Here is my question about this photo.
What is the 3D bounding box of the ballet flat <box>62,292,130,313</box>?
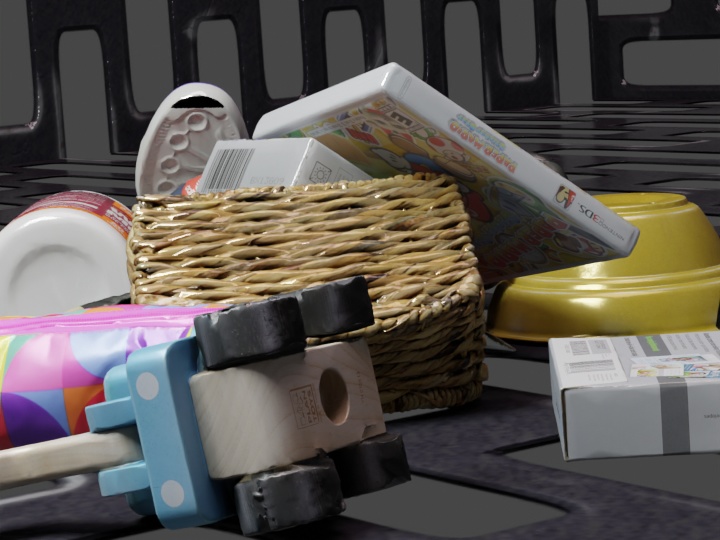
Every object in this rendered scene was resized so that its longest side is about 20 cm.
[{"bbox_3d":[-0.099,0.031,1.462,0.199,0.067,0.057,-5,-35,-21],"label":"ballet flat"}]

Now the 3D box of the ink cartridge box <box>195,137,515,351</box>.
[{"bbox_3d":[0.004,-0.015,1.461,0.200,0.051,0.109,31,-15,-32],"label":"ink cartridge box"}]

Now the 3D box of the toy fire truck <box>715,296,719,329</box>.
[{"bbox_3d":[0.326,-0.006,1.404,0.199,0.129,0.176,8,7,1],"label":"toy fire truck"}]

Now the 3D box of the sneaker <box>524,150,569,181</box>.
[{"bbox_3d":[0.088,-0.033,1.698,0.090,0.070,0.200,-5,-19,-46],"label":"sneaker"}]

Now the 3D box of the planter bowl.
[{"bbox_3d":[0.175,-0.007,1.578,0.199,0.084,0.200,-4,7,0],"label":"planter bowl"}]

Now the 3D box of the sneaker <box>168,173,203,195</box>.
[{"bbox_3d":[-0.062,-0.020,1.609,0.084,0.075,0.200,-44,-28,16],"label":"sneaker"}]

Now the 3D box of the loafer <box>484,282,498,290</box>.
[{"bbox_3d":[0.000,0.000,1.570,0.200,0.071,0.068,-18,8,4],"label":"loafer"}]

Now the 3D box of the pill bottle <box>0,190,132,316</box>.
[{"bbox_3d":[-0.193,0.004,1.582,0.109,0.110,0.200,-4,7,-1],"label":"pill bottle"}]

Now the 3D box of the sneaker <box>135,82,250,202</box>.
[{"bbox_3d":[-0.119,-0.087,1.696,0.080,0.201,0.147,0,42,-3],"label":"sneaker"}]

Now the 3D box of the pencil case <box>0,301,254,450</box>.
[{"bbox_3d":[-0.136,0.057,1.225,0.199,0.089,0.088,-2,7,15],"label":"pencil case"}]

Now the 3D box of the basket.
[{"bbox_3d":[-0.029,0.047,1.339,0.199,0.150,0.143,-4,40,-6],"label":"basket"}]

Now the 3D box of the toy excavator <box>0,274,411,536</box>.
[{"bbox_3d":[-0.104,0.079,1.064,0.199,0.100,0.194,-15,-1,29],"label":"toy excavator"}]

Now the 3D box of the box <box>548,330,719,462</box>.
[{"bbox_3d":[0.198,0.059,1.204,0.199,0.041,0.156,-5,7,2],"label":"box"}]

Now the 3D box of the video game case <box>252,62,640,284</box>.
[{"bbox_3d":[0.046,-0.052,1.411,0.182,0.023,0.200,33,-17,-18],"label":"video game case"}]
